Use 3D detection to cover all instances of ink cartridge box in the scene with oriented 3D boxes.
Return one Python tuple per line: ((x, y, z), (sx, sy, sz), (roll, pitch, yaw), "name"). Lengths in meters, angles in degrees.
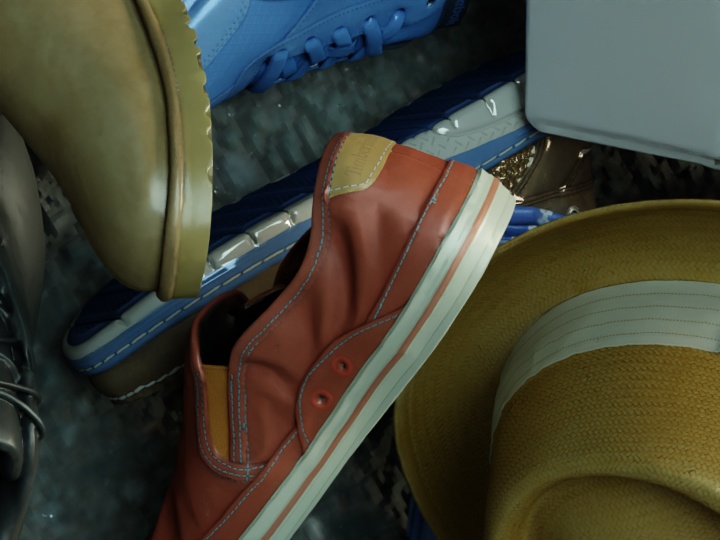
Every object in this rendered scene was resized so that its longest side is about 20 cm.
((0.146, -0.130, 0.986), (0.200, 0.084, 0.146), (-21, 116, -46), "ink cartridge box")

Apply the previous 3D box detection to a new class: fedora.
((0.101, 0.074, 0.888), (0.201, 0.201, 0.082), (41, 36, -13), "fedora")

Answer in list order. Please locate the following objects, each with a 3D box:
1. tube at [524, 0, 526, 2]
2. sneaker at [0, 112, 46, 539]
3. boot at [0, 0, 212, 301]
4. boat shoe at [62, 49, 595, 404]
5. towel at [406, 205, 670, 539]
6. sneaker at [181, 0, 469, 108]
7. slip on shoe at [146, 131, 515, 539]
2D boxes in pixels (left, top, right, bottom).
((0.116, -0.176, 1.047), (0.050, 0.077, 0.200), (28, 74, -15), "tube")
((-0.122, 0.030, 0.890), (0.076, 0.091, 0.201), (4, 79, -22), "sneaker")
((-0.151, -0.055, 0.863), (0.199, 0.066, 0.175), (-6, 51, -13), "boot")
((0.000, 0.000, 0.962), (0.200, 0.072, 0.073), (-29, 102, -22), "boat shoe")
((0.115, 0.062, 0.937), (0.199, 0.145, 0.024), (14, 34, 9), "towel")
((-0.008, -0.093, 0.976), (0.200, 0.066, 0.078), (-45, 100, -24), "sneaker")
((-0.027, 0.035, 0.892), (0.061, 0.200, 0.074), (32, 35, -4), "slip on shoe")
